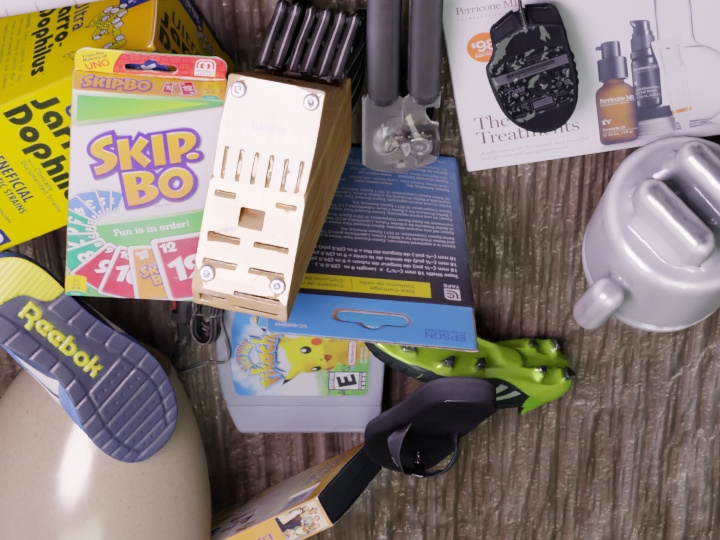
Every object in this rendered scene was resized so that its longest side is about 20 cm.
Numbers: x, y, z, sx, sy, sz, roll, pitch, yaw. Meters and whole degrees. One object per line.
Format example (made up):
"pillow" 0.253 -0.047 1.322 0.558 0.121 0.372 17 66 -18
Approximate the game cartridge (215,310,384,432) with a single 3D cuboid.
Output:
"game cartridge" -0.046 0.053 1.501 0.133 0.041 0.200 2 133 0

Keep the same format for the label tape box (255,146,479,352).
"label tape box" 0.000 0.000 1.339 0.144 0.200 0.063 5 133 -7

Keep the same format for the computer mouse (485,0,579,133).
"computer mouse" 0.098 -0.175 1.238 0.059 0.034 0.200 -16 123 1

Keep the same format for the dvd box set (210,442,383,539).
"dvd box set" -0.088 0.209 1.577 0.200 0.146 0.029 -27 94 20

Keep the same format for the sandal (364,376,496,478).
"sandal" 0.049 0.129 1.496 0.076 0.043 0.200 3 160 -10

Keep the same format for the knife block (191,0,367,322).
"knife block" -0.043 -0.078 1.267 0.064 0.176 0.200 12 98 10

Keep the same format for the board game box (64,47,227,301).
"board game box" -0.140 -0.058 1.251 0.095 0.030 0.200 3 132 -7

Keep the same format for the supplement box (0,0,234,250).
"supplement box" -0.196 -0.108 1.292 0.200 0.110 0.109 -21 130 15

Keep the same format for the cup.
"cup" -0.203 0.133 1.480 0.200 0.200 0.143 7 113 -9

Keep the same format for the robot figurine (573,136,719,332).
"robot figurine" 0.218 -0.023 1.362 0.170 0.113 0.200 -37 169 -12

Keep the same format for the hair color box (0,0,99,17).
"hair color box" -0.247 -0.214 1.225 0.200 0.061 0.099 -8 133 6

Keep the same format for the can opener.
"can opener" 0.027 -0.142 1.287 0.053 0.067 0.200 -2 141 -2

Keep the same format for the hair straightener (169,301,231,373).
"hair straightener" -0.123 0.010 1.427 0.041 0.077 0.200 -22 140 -29

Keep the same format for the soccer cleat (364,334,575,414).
"soccer cleat" 0.075 0.076 1.490 0.200 0.068 0.081 15 138 -34

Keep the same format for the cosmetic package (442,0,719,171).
"cosmetic package" 0.159 -0.151 1.310 0.200 0.052 0.151 -9 130 6

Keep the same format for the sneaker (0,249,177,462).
"sneaker" -0.204 0.055 1.368 0.074 0.082 0.200 -44 118 -10
